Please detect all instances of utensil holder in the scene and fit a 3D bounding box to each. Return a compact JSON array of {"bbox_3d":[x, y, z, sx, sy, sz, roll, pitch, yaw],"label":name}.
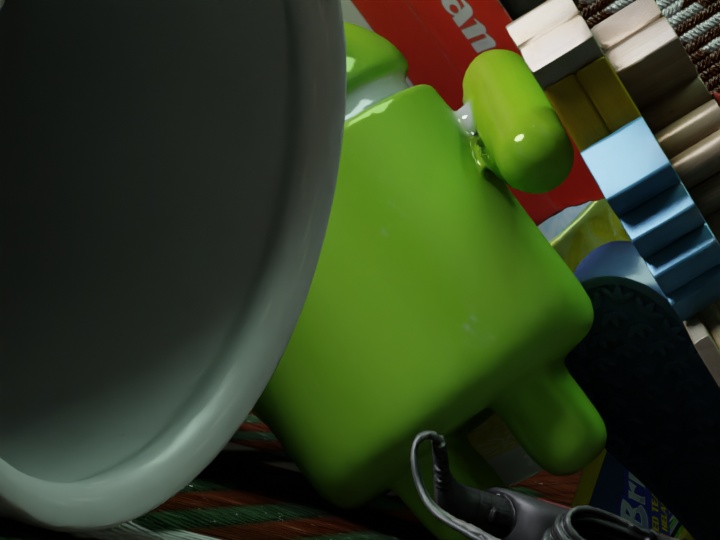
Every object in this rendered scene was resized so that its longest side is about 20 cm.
[{"bbox_3d":[-0.130,-0.043,0.665,0.200,0.170,0.170,15,-1,30],"label":"utensil holder"}]

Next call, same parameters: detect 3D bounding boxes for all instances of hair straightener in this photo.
[{"bbox_3d":[0.108,0.093,0.836,0.200,0.041,0.077,23,-1,-10],"label":"hair straightener"}]

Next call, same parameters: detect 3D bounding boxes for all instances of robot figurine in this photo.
[{"bbox_3d":[0.000,0.000,0.908,0.200,0.175,0.116,53,10,7],"label":"robot figurine"}]

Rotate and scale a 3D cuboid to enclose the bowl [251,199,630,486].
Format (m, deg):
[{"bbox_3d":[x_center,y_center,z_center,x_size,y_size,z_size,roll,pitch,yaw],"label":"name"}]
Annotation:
[{"bbox_3d":[0.043,0.030,1.122,0.108,0.200,0.200,63,-18,-18],"label":"bowl"}]

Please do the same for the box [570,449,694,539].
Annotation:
[{"bbox_3d":[0.183,0.104,1.198,0.064,0.070,0.200,18,1,43],"label":"box"}]

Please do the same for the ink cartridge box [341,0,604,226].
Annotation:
[{"bbox_3d":[-0.001,-0.063,0.971,0.200,0.047,0.160,-15,-63,51],"label":"ink cartridge box"}]

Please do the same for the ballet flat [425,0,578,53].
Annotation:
[{"bbox_3d":[0.055,-0.086,0.997,0.067,0.046,0.200,32,-24,19],"label":"ballet flat"}]

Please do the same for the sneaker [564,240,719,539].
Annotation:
[{"bbox_3d":[0.137,0.046,0.998,0.070,0.078,0.200,-9,-46,32],"label":"sneaker"}]

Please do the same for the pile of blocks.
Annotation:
[{"bbox_3d":[0.124,-0.008,0.848,0.200,0.062,0.082,57,7,-14],"label":"pile of blocks"}]
